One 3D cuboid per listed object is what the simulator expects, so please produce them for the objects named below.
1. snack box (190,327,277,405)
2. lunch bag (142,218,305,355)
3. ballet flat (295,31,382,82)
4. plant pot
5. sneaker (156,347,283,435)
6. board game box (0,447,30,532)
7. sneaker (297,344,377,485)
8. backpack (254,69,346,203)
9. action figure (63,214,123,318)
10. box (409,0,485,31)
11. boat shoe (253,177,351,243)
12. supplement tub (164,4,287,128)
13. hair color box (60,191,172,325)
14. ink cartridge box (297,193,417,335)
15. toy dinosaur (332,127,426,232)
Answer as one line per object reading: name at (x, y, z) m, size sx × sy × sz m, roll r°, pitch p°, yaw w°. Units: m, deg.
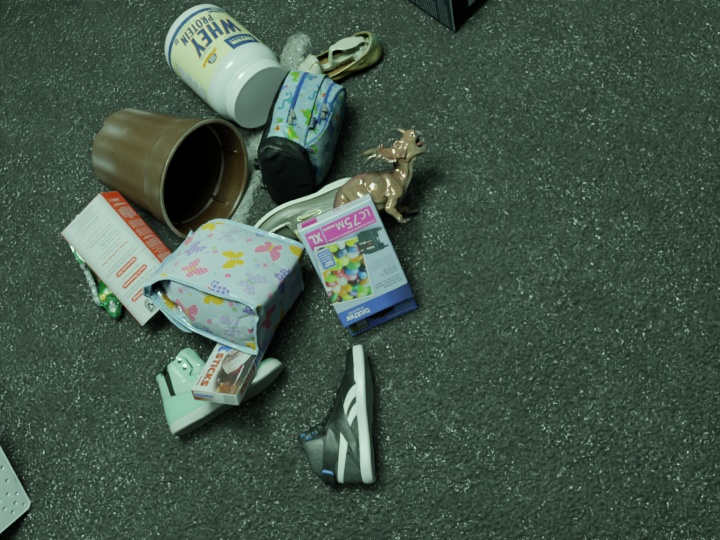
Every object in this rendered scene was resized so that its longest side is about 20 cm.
snack box at (-0.182, 0.121, 1.111) m, size 0.072 × 0.024 × 0.200 m, roll 3°, pitch 38°, yaw 14°
lunch bag at (-0.206, 0.016, 1.130) m, size 0.199 × 0.128 × 0.170 m, roll 19°, pitch 42°, yaw 12°
ballet flat at (-0.057, -0.365, 1.298) m, size 0.199 × 0.071 × 0.071 m, roll -26°, pitch 66°, yaw 3°
plant pot at (-0.328, -0.178, 1.229) m, size 0.198 × 0.200 × 0.201 m, roll 22°, pitch 76°, yaw 26°
sneaker at (-0.225, 0.157, 1.132) m, size 0.200 × 0.074 × 0.119 m, roll -29°, pitch 73°, yaw 4°
board game box at (-0.602, 0.322, 1.058) m, size 0.026 × 0.200 × 0.201 m, roll -12°, pitch 107°, yaw 28°
sneaker at (-0.039, 0.211, 1.073) m, size 0.111 × 0.073 × 0.201 m, roll -7°, pitch 70°, yaw 9°
backpack at (-0.096, -0.235, 1.221) m, size 0.153 × 0.163 × 0.201 m, roll -3°, pitch 62°, yaw 2°
action figure at (-0.439, -0.010, 1.261) m, size 0.118 × 0.055 × 0.201 m, roll -22°, pitch 71°, yaw 1°
box at (0.141, -0.552, 1.301) m, size 0.148 × 0.107 × 0.200 m, roll -44°, pitch 68°, yaw -5°
boat shoe at (-0.083, -0.080, 1.194) m, size 0.201 × 0.072 × 0.060 m, roll -27°, pitch 61°, yaw -2°
supplement tub at (-0.234, -0.358, 1.292) m, size 0.145 × 0.145 × 0.200 m, roll -44°, pitch 67°, yaw -6°
hair color box at (-0.375, -0.021, 1.190) m, size 0.101 × 0.061 × 0.200 m, roll -40°, pitch 90°, yaw 14°
ink cartridge box at (0.000, 0.000, 1.096) m, size 0.119 × 0.201 × 0.042 m, roll -24°, pitch 22°, yaw 3°
toy dinosaur at (0.016, -0.126, 1.138) m, size 0.199 × 0.086 × 0.136 m, roll -29°, pitch 99°, yaw -11°
